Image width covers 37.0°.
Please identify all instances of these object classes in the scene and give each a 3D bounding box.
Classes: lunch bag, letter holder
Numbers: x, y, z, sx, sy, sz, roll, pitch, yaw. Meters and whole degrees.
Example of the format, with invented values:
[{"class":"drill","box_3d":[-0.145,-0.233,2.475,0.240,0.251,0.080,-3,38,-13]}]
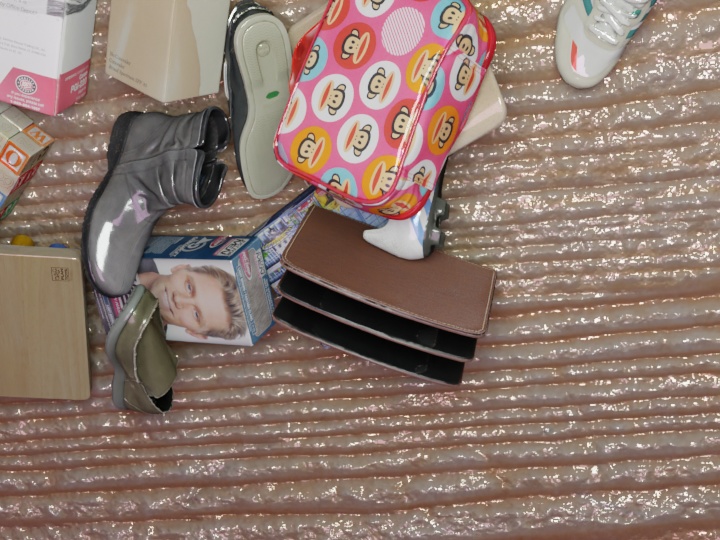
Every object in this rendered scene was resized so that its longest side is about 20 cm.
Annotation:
[{"class":"lunch bag","box_3d":[0.008,-0.160,0.942,0.175,0.082,0.202,27,94,33]},{"class":"letter holder","box_3d":[0.018,0.038,1.024,0.198,0.142,0.102,20,117,2]}]

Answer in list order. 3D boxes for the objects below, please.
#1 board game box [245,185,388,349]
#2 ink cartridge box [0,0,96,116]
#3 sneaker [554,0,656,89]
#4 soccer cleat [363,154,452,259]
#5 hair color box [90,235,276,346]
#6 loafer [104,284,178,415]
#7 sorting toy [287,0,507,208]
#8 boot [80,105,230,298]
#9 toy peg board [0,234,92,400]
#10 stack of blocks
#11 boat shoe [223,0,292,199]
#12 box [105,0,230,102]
[{"class":"board game box","box_3d":[0.000,0.000,1.125,0.199,0.062,0.200,-35,102,24]},{"class":"ink cartridge box","box_3d":[-0.341,-0.276,1.063,0.144,0.085,0.202,16,117,5]},{"class":"sneaker","box_3d":[0.226,-0.247,0.941,0.070,0.094,0.201,26,117,0]},{"class":"soccer cleat","box_3d":[0.049,-0.113,1.018,0.085,0.070,0.203,9,83,10]},{"class":"hair color box","box_3d":[-0.194,0.019,1.153,0.198,0.061,0.101,1,116,28]},{"class":"loafer","box_3d":[-0.220,0.088,1.129,0.069,0.076,0.201,20,145,4]},{"class":"sorting toy","box_3d":[0.030,-0.182,1.004,0.184,0.036,0.202,-28,67,23]},{"class":"boot","box_3d":[-0.203,-0.069,1.074,0.130,0.070,0.203,5,85,33]},{"class":"toy peg board","box_3d":[-0.404,0.035,1.220,0.196,0.098,0.202,3,125,-5]},{"class":"stack of blocks","box_3d":[-0.446,-0.153,1.159,0.199,0.059,0.115,38,117,-6]},{"class":"boat shoe","box_3d":[-0.101,-0.168,1.077,0.071,0.068,0.202,-17,127,-22]},{"class":"box","box_3d":[-0.177,-0.273,1.015,0.094,0.077,0.202,27,120,30]}]
